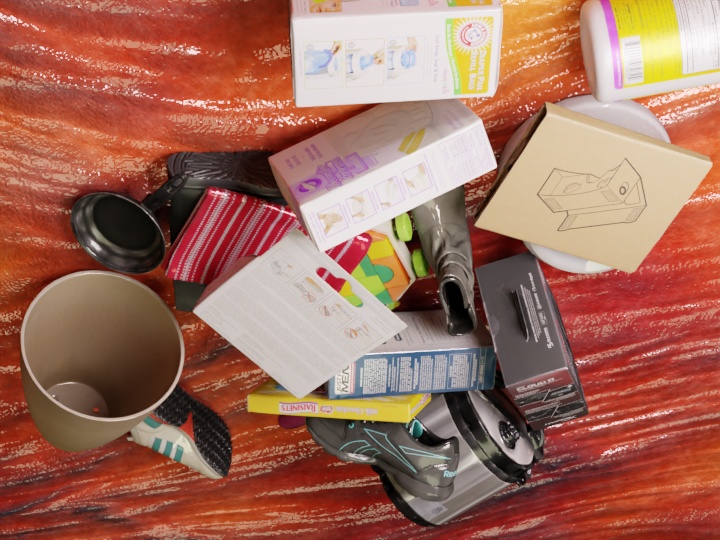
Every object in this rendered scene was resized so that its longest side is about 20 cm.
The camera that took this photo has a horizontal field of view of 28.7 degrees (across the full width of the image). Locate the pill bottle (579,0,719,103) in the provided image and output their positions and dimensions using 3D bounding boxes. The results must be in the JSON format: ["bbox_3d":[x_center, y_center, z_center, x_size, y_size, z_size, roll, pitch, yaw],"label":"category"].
[{"bbox_3d":[0.323,-0.233,1.399,0.198,0.105,0.105,-9,135,3],"label":"pill bottle"}]

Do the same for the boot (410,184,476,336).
[{"bbox_3d":[0.096,-0.030,1.555,0.067,0.131,0.201,-14,134,9],"label":"boot"}]

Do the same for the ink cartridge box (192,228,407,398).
[{"bbox_3d":[-0.061,0.039,1.497,0.162,0.057,0.200,41,129,-15],"label":"ink cartridge box"}]

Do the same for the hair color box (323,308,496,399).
[{"bbox_3d":[0.051,0.096,1.644,0.197,0.100,0.061,-2,115,-11],"label":"hair color box"}]

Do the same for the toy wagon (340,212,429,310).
[{"bbox_3d":[0.000,0.000,1.624,0.153,0.040,0.201,-11,141,16],"label":"toy wagon"}]

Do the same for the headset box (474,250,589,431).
[{"bbox_3d":[0.197,0.081,1.621,0.076,0.150,0.200,-17,154,9],"label":"headset box"}]

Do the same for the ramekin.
[{"bbox_3d":[0.253,-0.085,1.544,0.200,0.095,0.204,-3,135,-3],"label":"ramekin"}]

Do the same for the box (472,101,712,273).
[{"bbox_3d":[0.239,-0.083,1.463,0.198,0.021,0.164,15,131,-19],"label":"box"}]

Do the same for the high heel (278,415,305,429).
[{"bbox_3d":[-0.063,0.119,1.749,0.096,0.068,0.200,39,121,-13],"label":"high heel"}]

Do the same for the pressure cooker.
[{"bbox_3d":[0.126,0.205,1.751,0.199,0.180,0.175,-34,162,22],"label":"pressure cooker"}]

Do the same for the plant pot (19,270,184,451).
[{"bbox_3d":[-0.323,0.131,1.658,0.185,0.189,0.200,12,146,-17],"label":"plant pot"}]

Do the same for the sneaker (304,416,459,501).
[{"bbox_3d":[0.029,0.195,1.659,0.198,0.075,0.080,23,113,16],"label":"sneaker"}]

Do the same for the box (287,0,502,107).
[{"bbox_3d":[0.030,-0.235,1.359,0.197,0.113,0.102,-3,134,-3],"label":"box"}]

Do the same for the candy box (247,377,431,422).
[{"bbox_3d":[-0.024,0.150,1.656,0.198,0.102,0.027,2,102,16],"label":"candy box"}]

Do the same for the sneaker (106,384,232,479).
[{"bbox_3d":[-0.245,0.204,1.808,0.093,0.071,0.200,-11,140,30],"label":"sneaker"}]

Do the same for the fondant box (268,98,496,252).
[{"bbox_3d":[0.019,-0.109,1.419,0.198,0.144,0.059,-27,119,-5],"label":"fondant box"}]

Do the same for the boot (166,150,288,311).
[{"bbox_3d":[-0.134,-0.036,1.569,0.163,0.066,0.202,6,130,3],"label":"boot"}]

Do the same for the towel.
[{"bbox_3d":[-0.101,-0.016,1.539,0.198,0.023,0.145,16,134,-23],"label":"towel"}]

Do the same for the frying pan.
[{"bbox_3d":[-0.254,-0.068,1.531,0.114,0.031,0.191,25,135,-1],"label":"frying pan"}]
